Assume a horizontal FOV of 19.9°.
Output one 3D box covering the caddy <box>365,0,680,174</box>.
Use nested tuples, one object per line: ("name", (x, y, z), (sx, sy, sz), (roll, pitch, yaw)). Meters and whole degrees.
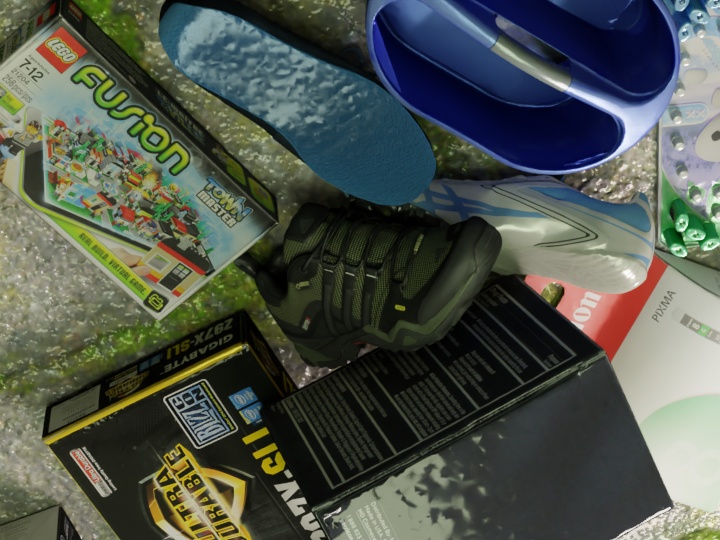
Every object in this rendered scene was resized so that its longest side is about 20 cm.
("caddy", (0.095, -0.143, 1.229), (0.199, 0.105, 0.142), (27, 115, -20))

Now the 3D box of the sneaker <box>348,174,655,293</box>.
("sneaker", (0.092, -0.034, 1.331), (0.199, 0.073, 0.072), (10, 149, 2))

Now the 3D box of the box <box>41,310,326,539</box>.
("box", (-0.100, 0.142, 1.423), (0.159, 0.049, 0.200), (-26, 120, 9))

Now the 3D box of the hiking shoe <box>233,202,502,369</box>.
("hiking shoe", (0.000, 0.000, 1.292), (0.101, 0.076, 0.200), (43, 139, -21))

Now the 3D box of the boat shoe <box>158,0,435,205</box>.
("boat shoe", (-0.034, -0.117, 1.260), (0.200, 0.069, 0.084), (39, 103, -25))

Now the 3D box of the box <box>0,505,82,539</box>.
("box", (-0.227, 0.277, 1.487), (0.116, 0.060, 0.200), (-21, 121, 8))

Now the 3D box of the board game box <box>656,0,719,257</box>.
("board game box", (0.292, -0.104, 1.319), (0.199, 0.026, 0.201), (-6, 122, -2))

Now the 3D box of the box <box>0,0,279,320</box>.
("box", (-0.157, -0.069, 1.295), (0.110, 0.035, 0.200), (-38, 117, 17))

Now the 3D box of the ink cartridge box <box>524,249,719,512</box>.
("ink cartridge box", (0.192, 0.067, 1.404), (0.199, 0.050, 0.161), (18, 118, -18))

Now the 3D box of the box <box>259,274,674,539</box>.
("box", (0.062, 0.118, 1.295), (0.198, 0.200, 0.124), (-29, 108, -4))
